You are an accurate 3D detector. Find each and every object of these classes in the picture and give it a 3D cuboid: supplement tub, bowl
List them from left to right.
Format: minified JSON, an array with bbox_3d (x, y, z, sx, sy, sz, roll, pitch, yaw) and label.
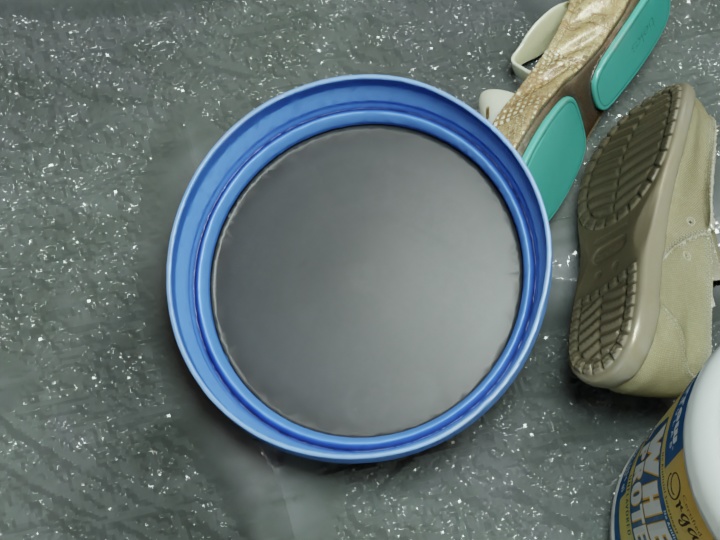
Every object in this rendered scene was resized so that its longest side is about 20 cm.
[{"bbox_3d":[0.000,0.000,0.844,0.198,0.039,0.203,-2,76,9],"label":"bowl"},{"bbox_3d":[0.207,0.102,0.763,0.143,0.200,0.146,3,64,-6],"label":"supplement tub"}]

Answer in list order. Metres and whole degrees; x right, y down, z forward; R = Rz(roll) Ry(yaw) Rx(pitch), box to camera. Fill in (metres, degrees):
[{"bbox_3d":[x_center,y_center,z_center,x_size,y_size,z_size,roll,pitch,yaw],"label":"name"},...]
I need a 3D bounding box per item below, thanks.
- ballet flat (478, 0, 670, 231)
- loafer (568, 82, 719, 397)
[{"bbox_3d":[0.106,-0.096,0.929,0.065,0.071,0.201,18,58,31],"label":"ballet flat"},{"bbox_3d":[0.160,-0.013,0.886,0.068,0.075,0.201,34,54,-24],"label":"loafer"}]
